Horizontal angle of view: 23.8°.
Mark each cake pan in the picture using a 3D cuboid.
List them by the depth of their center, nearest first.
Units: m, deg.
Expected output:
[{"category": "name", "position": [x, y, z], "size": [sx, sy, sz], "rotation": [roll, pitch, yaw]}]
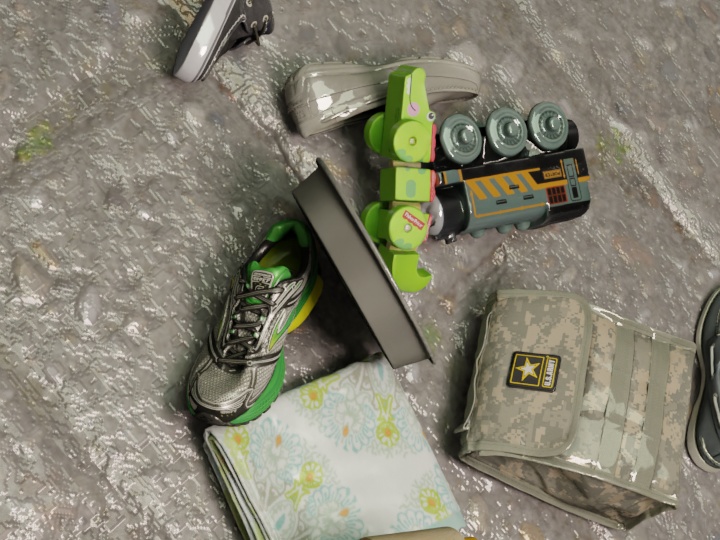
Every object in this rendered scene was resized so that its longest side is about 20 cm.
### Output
[{"category": "cake pan", "position": [0.000, 0.000, 1.446], "size": [0.036, 0.200, 0.202], "rotation": [-30, 87, -2]}]

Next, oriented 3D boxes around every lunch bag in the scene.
[{"category": "lunch bag", "position": [0.189, 0.119, 1.539], "size": [0.198, 0.118, 0.166], "rotation": [20, 62, -14]}]

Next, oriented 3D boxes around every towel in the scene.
[{"category": "towel", "position": [-0.021, 0.177, 1.439], "size": [0.199, 0.048, 0.173], "rotation": [-20, 82, -33]}]

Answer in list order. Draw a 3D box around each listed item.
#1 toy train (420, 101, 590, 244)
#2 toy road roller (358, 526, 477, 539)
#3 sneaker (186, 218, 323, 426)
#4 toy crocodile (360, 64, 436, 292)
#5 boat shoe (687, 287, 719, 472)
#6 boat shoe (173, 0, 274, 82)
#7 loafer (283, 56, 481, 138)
[{"category": "toy train", "position": [0.129, -0.091, 1.609], "size": [0.198, 0.085, 0.115], "rotation": [-11, 86, -31]}, {"category": "toy road roller", "position": [0.029, 0.307, 1.329], "size": [0.122, 0.201, 0.147], "rotation": [-3, 50, -30]}, {"category": "sneaker", "position": [-0.092, 0.040, 1.419], "size": [0.077, 0.086, 0.201], "rotation": [13, 56, 13]}, {"category": "toy crocodile", "position": [0.041, -0.082, 1.526], "size": [0.061, 0.067, 0.203], "rotation": [1, 95, -25]}, {"category": "boat shoe", "position": [0.369, 0.099, 1.676], "size": [0.072, 0.062, 0.202], "rotation": [25, 61, -18]}, {"category": "boat shoe", "position": [-0.105, -0.238, 1.545], "size": [0.066, 0.070, 0.201], "rotation": [31, 52, -13]}, {"category": "loafer", "position": [0.024, -0.156, 1.584], "size": [0.198, 0.070, 0.071], "rotation": [-7, 80, -23]}]
